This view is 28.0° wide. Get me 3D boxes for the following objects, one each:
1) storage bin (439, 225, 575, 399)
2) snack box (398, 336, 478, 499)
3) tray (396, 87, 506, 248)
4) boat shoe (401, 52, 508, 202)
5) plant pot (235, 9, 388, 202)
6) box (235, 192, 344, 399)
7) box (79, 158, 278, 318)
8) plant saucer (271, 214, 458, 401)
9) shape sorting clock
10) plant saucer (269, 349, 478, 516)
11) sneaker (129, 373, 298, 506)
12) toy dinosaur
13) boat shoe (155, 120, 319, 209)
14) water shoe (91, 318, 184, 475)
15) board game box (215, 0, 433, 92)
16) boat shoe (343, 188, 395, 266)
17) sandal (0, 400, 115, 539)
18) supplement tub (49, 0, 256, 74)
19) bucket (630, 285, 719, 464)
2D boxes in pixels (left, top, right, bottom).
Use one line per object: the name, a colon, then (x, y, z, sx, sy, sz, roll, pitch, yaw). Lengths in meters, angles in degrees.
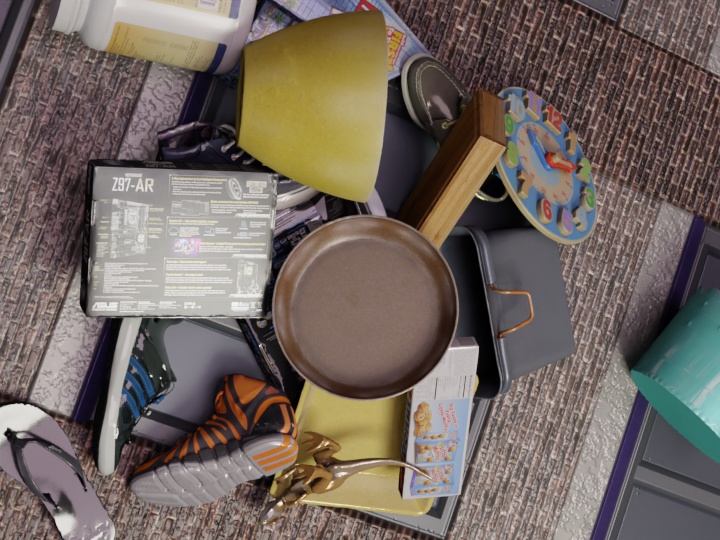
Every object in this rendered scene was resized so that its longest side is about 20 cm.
storage bin: (0.172, 0.034, 1.684, 0.133, 0.145, 0.202, -14, 96, -29)
snack box: (0.086, 0.167, 1.609, 0.071, 0.024, 0.202, -3, 119, -14)
tray: (0.097, -0.097, 1.608, 0.037, 0.099, 0.201, 22, 126, -13)
boat shoe: (0.114, -0.163, 1.663, 0.072, 0.060, 0.202, -39, 121, -10)
plant pot: (-0.057, -0.177, 1.511, 0.140, 0.200, 0.202, 3, 90, -8)
box: (-0.052, 0.012, 1.642, 0.199, 0.050, 0.200, -30, 102, -17)
box: (-0.191, -0.032, 1.521, 0.198, 0.044, 0.162, 0, 105, -21)
plant saucer: (0.005, 0.041, 1.541, 0.198, 0.032, 0.202, 0, 78, 0)
shape sorting clock: (0.217, -0.125, 1.692, 0.199, 0.039, 0.201, 33, 42, -34)
plant saucer: (0.011, 0.176, 1.637, 0.198, 0.049, 0.202, 10, 115, -19)
sneaker: (-0.162, 0.186, 1.597, 0.198, 0.113, 0.078, -18, 139, 9)
toy dinosaur: (-0.029, 0.222, 1.601, 0.198, 0.106, 0.061, -20, 57, 7)
boat shoe: (-0.131, -0.118, 1.573, 0.198, 0.075, 0.093, -11, 134, -14)
water shoe: (-0.238, 0.126, 1.564, 0.078, 0.071, 0.202, 12, 87, -17)
board game box: (-0.028, -0.251, 1.639, 0.199, 0.062, 0.201, 32, 80, -17)
boat shoe: (0.000, 0.000, 1.606, 0.066, 0.070, 0.202, -15, 103, -21)
sandal: (-0.328, 0.221, 1.550, 0.076, 0.043, 0.201, -40, 103, -15)
supplement tub: (-0.220, -0.295, 1.526, 0.198, 0.144, 0.146, 10, 88, -20)
bucket: (0.435, 0.134, 1.743, 0.135, 0.207, 0.207, -46, 105, -5)
